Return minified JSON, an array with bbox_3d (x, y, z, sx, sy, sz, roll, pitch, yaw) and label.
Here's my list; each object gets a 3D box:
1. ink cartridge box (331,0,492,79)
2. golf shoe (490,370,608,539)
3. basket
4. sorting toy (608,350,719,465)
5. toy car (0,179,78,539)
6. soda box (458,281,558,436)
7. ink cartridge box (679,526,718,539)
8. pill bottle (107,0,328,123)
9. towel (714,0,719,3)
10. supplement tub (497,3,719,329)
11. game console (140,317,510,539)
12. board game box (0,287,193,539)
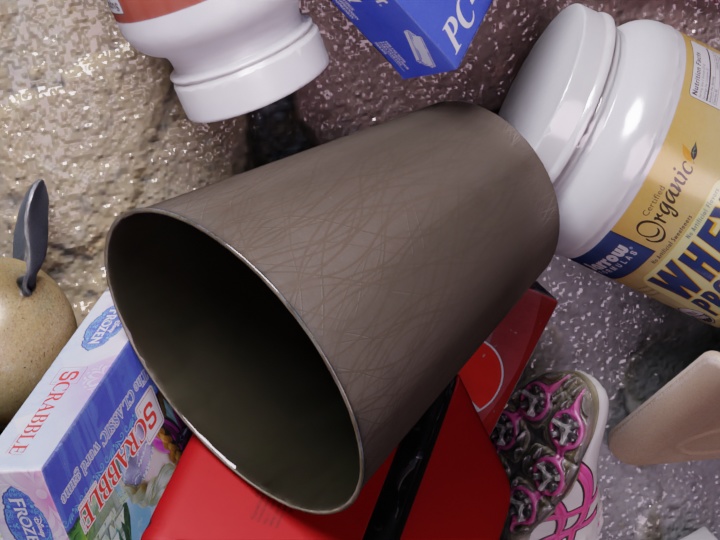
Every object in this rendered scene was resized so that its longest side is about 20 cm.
[{"bbox_3d":[0.049,-0.207,0.846,0.094,0.044,0.200,43,62,-32],"label":"ink cartridge box"},{"bbox_3d":[0.115,0.141,1.018,0.092,0.073,0.200,-8,129,-38],"label":"golf shoe"},{"bbox_3d":[0.000,0.000,0.840,0.180,0.136,0.200,45,51,13],"label":"basket"},{"bbox_3d":[0.274,0.080,1.007,0.199,0.185,0.037,1,68,-12],"label":"sorting toy"},{"bbox_3d":[-0.217,0.040,0.868,0.157,0.164,0.201,24,88,-16],"label":"toy car"},{"bbox_3d":[0.040,0.085,0.992,0.070,0.063,0.200,23,100,-19],"label":"soda box"},{"bbox_3d":[0.180,0.284,1.069,0.200,0.083,0.145,-28,120,-5],"label":"ink cartridge box"},{"bbox_3d":[-0.091,-0.185,0.850,0.112,0.112,0.200,-25,111,-5],"label":"pill bottle"},{"bbox_3d":[0.198,-0.233,0.953,0.199,0.030,0.147,6,104,-15],"label":"towel"},{"bbox_3d":[0.183,-0.056,0.935,0.200,0.144,0.145,24,100,-11],"label":"supplement tub"},{"bbox_3d":[-0.010,0.136,0.883,0.172,0.200,0.119,19,138,6],"label":"game console"},{"bbox_3d":[-0.116,0.124,0.883,0.041,0.200,0.200,-3,122,21],"label":"board game box"}]
